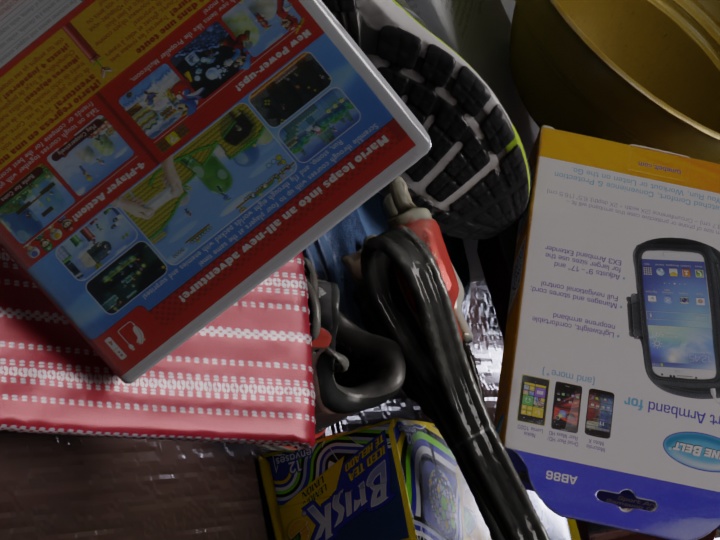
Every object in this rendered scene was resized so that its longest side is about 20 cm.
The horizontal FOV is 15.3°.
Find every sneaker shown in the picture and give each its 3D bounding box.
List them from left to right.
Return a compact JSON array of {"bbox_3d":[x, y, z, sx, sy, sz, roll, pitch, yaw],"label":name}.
[{"bbox_3d":[-0.051,0.008,1.086,0.200,0.082,0.077,32,48,-49],"label":"sneaker"},{"bbox_3d":[0.010,-0.100,1.261,0.200,0.074,0.081,50,16,0],"label":"sneaker"}]

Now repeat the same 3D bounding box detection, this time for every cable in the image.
[{"bbox_3d":[0.051,0.051,1.148,0.201,0.050,0.097,58,-16,14],"label":"cable"}]

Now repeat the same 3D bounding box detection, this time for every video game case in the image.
[{"bbox_3d":[-0.090,-0.075,0.930,0.200,0.143,0.017,50,8,-20],"label":"video game case"}]

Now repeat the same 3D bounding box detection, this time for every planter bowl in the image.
[{"bbox_3d":[0.139,-0.105,1.383,0.200,0.084,0.201,26,34,-19],"label":"planter bowl"}]

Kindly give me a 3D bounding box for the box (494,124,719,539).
[{"bbox_3d":[0.126,0.035,1.237,0.042,0.118,0.201,109,-8,-60],"label":"box"}]

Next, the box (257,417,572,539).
[{"bbox_3d":[0.031,0.111,1.243,0.200,0.070,0.065,13,64,-65],"label":"box"}]

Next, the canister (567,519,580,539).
[{"bbox_3d":[0.131,0.149,1.438,0.200,0.086,0.149,-74,143,-54],"label":"canister"}]

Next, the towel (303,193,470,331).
[{"bbox_3d":[0.000,0.000,1.267,0.200,0.048,0.112,-30,105,-67],"label":"towel"}]

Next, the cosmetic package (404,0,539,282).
[{"bbox_3d":[0.039,-0.101,1.391,0.102,0.074,0.201,-72,143,-53],"label":"cosmetic package"}]

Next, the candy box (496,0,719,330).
[{"bbox_3d":[0.145,-0.078,1.497,0.071,0.167,0.201,20,57,-67],"label":"candy box"}]

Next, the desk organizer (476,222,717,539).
[{"bbox_3d":[0.114,0.047,1.301,0.077,0.071,0.201,93,-16,-60],"label":"desk organizer"}]

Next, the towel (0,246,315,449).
[{"bbox_3d":[-0.089,-0.031,1.019,0.144,0.022,0.201,5,68,-29],"label":"towel"}]
